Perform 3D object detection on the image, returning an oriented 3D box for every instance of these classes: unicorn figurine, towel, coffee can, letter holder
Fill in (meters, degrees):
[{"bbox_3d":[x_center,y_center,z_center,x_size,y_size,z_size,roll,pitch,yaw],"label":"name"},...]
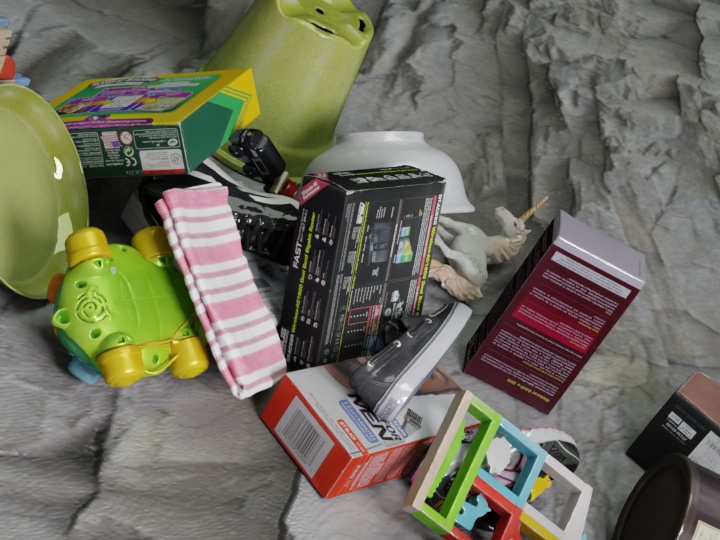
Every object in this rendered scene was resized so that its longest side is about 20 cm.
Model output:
[{"bbox_3d":[0.122,-0.029,1.988,0.137,0.074,0.200,28,48,-9],"label":"unicorn figurine"},{"bbox_3d":[-0.122,0.016,1.583,0.146,0.030,0.201,-22,90,-76],"label":"towel"},{"bbox_3d":[0.365,0.286,1.692,0.200,0.147,0.147,26,32,-12],"label":"coffee can"},{"bbox_3d":[0.417,0.207,1.889,0.200,0.101,0.142,41,31,13],"label":"letter holder"}]

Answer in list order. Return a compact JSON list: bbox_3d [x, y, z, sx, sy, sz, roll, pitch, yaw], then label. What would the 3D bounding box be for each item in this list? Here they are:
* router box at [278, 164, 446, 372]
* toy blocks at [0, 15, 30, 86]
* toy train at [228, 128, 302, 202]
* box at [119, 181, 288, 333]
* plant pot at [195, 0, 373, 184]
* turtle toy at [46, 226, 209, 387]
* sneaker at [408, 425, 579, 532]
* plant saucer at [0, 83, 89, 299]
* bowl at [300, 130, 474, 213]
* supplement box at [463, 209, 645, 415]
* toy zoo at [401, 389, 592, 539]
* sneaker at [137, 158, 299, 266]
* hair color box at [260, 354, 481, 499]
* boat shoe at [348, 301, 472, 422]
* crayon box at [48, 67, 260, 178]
[{"bbox_3d":[0.000,0.000,1.698,0.062,0.201,0.150,24,21,38],"label":"router box"},{"bbox_3d":[-0.372,-0.166,1.625,0.100,0.201,0.137,27,18,19],"label":"toy blocks"},{"bbox_3d":[-0.068,-0.070,1.760,0.200,0.046,0.034,55,48,-36],"label":"toy train"},{"bbox_3d":[-0.129,-0.007,1.753,0.156,0.041,0.200,-9,52,-48],"label":"box"},{"bbox_3d":[-0.083,-0.228,1.957,0.200,0.184,0.201,23,34,-16],"label":"plant pot"},{"bbox_3d":[-0.202,0.041,1.564,0.200,0.101,0.146,-3,69,-47],"label":"turtle toy"},{"bbox_3d":[0.138,0.213,1.675,0.200,0.080,0.087,-7,61,-36],"label":"sneaker"},{"bbox_3d":[-0.317,-0.071,1.589,0.200,0.031,0.201,-8,90,-67],"label":"plant saucer"},{"bbox_3d":[0.022,-0.103,1.864,0.200,0.091,0.201,-2,1,0],"label":"bowl"},{"bbox_3d":[0.204,0.046,1.821,0.109,0.200,0.061,28,31,-8],"label":"supplement box"},{"bbox_3d":[0.141,0.221,1.613,0.200,0.020,0.131,39,60,-18],"label":"toy zoo"},{"bbox_3d":[-0.130,-0.038,1.699,0.200,0.073,0.112,28,34,7],"label":"sneaker"},{"bbox_3d":[0.015,0.141,1.658,0.200,0.064,0.111,-9,50,-49],"label":"hair color box"},{"bbox_3d":[0.045,0.074,1.662,0.066,0.070,0.200,36,38,5],"label":"boat shoe"},{"bbox_3d":[-0.227,-0.147,1.738,0.199,0.058,0.173,-1,22,23],"label":"crayon box"}]
